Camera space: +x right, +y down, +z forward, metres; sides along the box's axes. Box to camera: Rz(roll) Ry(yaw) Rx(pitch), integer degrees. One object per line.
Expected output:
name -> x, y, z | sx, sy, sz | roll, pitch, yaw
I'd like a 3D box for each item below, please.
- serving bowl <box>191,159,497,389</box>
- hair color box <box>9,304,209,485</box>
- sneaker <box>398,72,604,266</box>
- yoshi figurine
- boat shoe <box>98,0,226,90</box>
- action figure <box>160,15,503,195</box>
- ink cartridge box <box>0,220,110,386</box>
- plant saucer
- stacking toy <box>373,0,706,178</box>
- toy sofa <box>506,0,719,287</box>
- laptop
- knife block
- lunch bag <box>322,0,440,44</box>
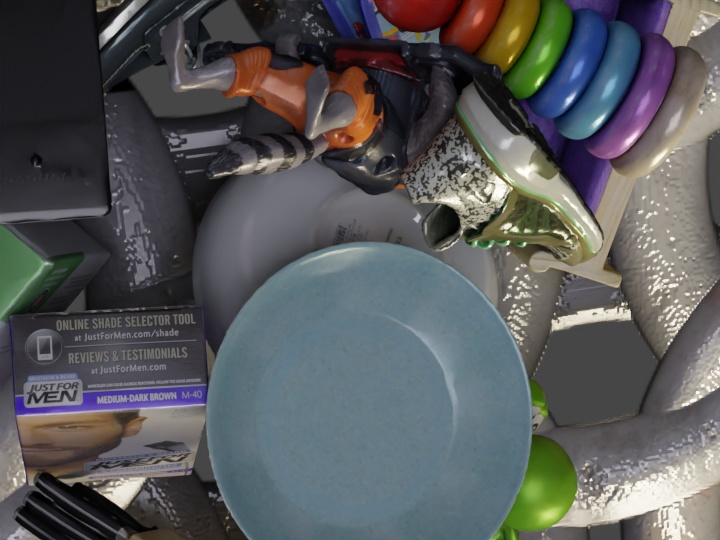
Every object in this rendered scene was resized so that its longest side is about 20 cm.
serving bowl -> 0.000, 0.000, 1.070 | 0.199, 0.066, 0.201 | 7, 69, -18
hair color box -> -0.152, 0.079, 1.046 | 0.109, 0.200, 0.065 | -3, 71, -9
sneaker -> 0.075, -0.042, 1.000 | 0.088, 0.077, 0.200 | -33, 150, 9
yoshi figurine -> 0.056, 0.156, 1.084 | 0.200, 0.112, 0.112 | -43, 101, -5
boat shoe -> -0.112, -0.153, 1.060 | 0.200, 0.073, 0.062 | -46, 105, -2
action figure -> -0.032, -0.088, 0.988 | 0.193, 0.199, 0.105 | 14, 84, -54
ink cartridge box -> -0.257, 0.042, 1.038 | 0.087, 0.145, 0.200 | 39, 96, 2
plant saucer -> 0.002, 0.085, 0.999 | 0.200, 0.039, 0.202 | 2, 84, -22
stacking toy -> 0.099, -0.135, 1.013 | 0.199, 0.085, 0.086 | 28, 98, -12
toy sofa -> 0.144, -0.098, 1.113 | 0.097, 0.083, 0.201 | 17, 101, -15
laptop -> -0.243, -0.122, 0.995 | 0.186, 0.200, 0.116 | -4, 121, -9
knife block -> -0.114, 0.192, 1.058 | 0.199, 0.064, 0.176 | -16, 83, 12
lunch bag -> 0.032, -0.225, 1.052 | 0.150, 0.094, 0.200 | -37, 121, -20
